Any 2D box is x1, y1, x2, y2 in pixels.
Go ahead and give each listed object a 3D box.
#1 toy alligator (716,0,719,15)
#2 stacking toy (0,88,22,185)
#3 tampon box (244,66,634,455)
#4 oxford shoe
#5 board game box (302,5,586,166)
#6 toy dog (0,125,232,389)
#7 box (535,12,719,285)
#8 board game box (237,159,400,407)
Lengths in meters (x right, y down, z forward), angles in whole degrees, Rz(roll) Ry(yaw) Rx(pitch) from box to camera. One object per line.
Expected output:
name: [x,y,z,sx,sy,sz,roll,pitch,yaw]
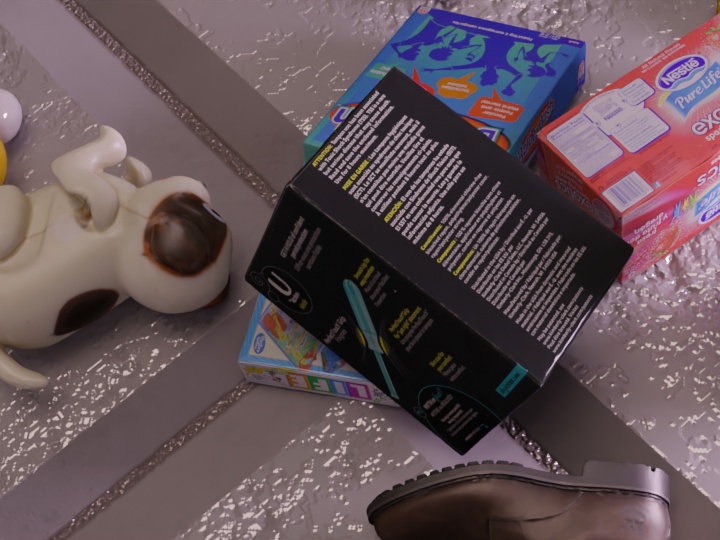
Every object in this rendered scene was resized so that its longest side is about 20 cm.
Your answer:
toy alligator: [0.328,-0.258,1.096,0.059,0.054,0.201,6,60,14]
stacking toy: [-0.342,-0.082,1.096,0.146,0.146,0.200,9,43,16]
tampon box: [0.047,-0.004,0.892,0.200,0.150,0.126,38,61,3]
oxford shoe: [0.101,0.171,0.864,0.199,0.073,0.085,-2,60,10]
board game box: [0.069,-0.125,1.040,0.152,0.045,0.200,17,49,23]
toy dog: [-0.196,-0.016,1.002,0.199,0.140,0.194,-6,58,5]
box: [0.239,-0.097,0.989,0.200,0.095,0.103,-34,58,-11]
board game box: [0.000,0.000,1.012,0.134,0.034,0.201,8,60,16]
